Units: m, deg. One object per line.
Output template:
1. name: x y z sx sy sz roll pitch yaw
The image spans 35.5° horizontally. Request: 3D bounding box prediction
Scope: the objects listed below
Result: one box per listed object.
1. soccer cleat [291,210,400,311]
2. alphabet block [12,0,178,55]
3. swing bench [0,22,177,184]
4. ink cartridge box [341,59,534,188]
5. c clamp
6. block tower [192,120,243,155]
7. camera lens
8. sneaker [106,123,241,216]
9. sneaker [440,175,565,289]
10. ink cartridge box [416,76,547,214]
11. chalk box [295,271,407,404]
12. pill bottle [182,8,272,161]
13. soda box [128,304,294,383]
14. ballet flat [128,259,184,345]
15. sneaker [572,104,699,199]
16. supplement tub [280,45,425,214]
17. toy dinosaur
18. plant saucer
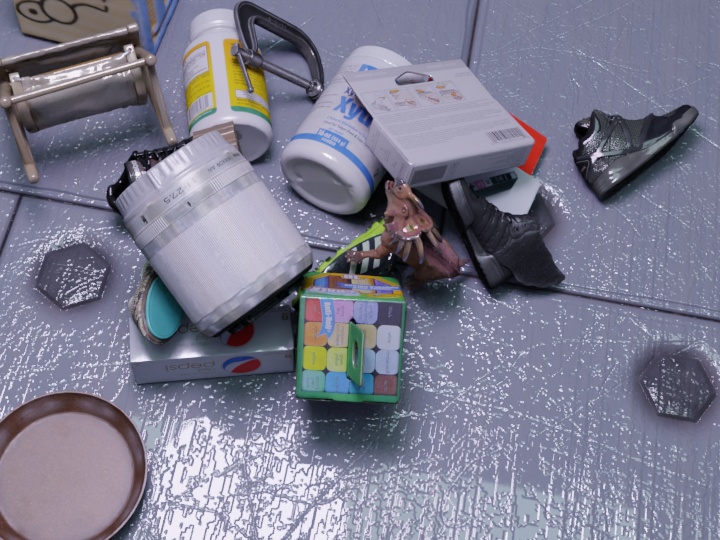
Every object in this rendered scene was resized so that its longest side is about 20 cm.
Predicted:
1. soccer cleat: 0.000 0.000 1.452 0.200 0.068 0.081 -38 86 -19
2. alphabet block: -0.368 -0.440 1.584 0.199 0.196 0.197 15 61 3
3. swing bench: -0.367 -0.235 1.475 0.198 0.130 0.200 -18 37 -12
4. ink cartridge box: 0.093 -0.190 1.428 0.199 0.045 0.176 -13 52 -32
5. c clamp: -0.113 -0.289 1.549 0.027 0.200 0.171 -33 65 30
6. block tower: -0.158 -0.081 1.412 0.058 0.201 0.054 -15 28 1
7. camera lens: -0.163 -0.037 1.286 0.160 0.160 0.200 -37 93 -20
8. sneaker: -0.244 -0.125 1.436 0.200 0.098 0.071 -33 60 18
9. sneaker: 0.184 -0.054 1.444 0.104 0.060 0.200 -27 109 -5
10. ink cartridge box: 0.153 -0.160 1.499 0.200 0.044 0.174 31 72 -15
11. chalk box: -0.013 0.081 1.315 0.123 0.200 0.125 4 99 -1
12. pill bottle: -0.186 -0.254 1.542 0.112 0.113 0.201 -7 63 -7
13. soda box: -0.182 0.091 1.388 0.199 0.068 0.064 -5 61 -6
14. ballet flat: -0.241 0.018 1.359 0.075 0.068 0.200 -20 40 31
15. sneaker: 0.375 -0.195 1.565 0.199 0.076 0.114 -34 76 -13
16. supplement tub: -0.007 -0.188 1.508 0.132 0.132 0.200 26 65 10
17. toy dinosaur: 0.078 -0.028 1.384 0.200 0.135 0.086 30 71 -32
18. plant saucer: -0.349 0.241 1.322 0.199 0.035 0.201 2 62 -3
